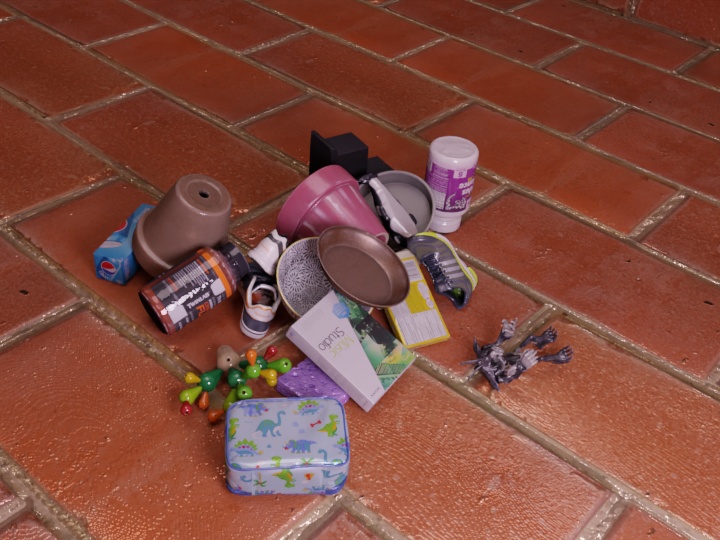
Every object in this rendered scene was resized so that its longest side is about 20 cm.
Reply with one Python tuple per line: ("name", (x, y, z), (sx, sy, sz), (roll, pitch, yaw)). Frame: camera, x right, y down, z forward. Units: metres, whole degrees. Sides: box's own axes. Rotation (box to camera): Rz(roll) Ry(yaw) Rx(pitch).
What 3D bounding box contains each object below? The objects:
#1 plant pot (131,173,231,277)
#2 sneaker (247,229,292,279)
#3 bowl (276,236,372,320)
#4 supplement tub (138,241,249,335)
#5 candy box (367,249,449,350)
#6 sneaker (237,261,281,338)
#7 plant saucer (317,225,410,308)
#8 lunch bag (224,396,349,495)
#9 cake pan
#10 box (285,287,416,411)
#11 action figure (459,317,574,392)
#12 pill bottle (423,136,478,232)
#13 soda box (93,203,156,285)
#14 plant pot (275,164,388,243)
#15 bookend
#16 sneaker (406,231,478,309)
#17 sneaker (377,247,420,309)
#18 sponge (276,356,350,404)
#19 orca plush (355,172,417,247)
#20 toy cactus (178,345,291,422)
("plant pot", (-0.335, -0.091, 1.679), (0.199, 0.175, 0.201), (19, 42, -18))
("sneaker", (-0.155, -0.025, 1.663), (0.074, 0.200, 0.080), (40, 88, 11))
("bowl", (-0.079, 0.045, 1.623), (0.200, 0.094, 0.202), (12, 55, -18))
("supplement tub", (-0.309, 0.027, 1.591), (0.200, 0.107, 0.107), (-35, 51, -19))
("candy box", (0.090, 0.056, 1.645), (0.102, 0.026, 0.201), (-13, 65, -21))
("sneaker", (-0.193, 0.037, 1.642), (0.078, 0.080, 0.200), (15, 36, -21))
("plant saucer", (0.000, 0.000, 1.586), (0.200, 0.037, 0.201), (23, 38, -19))
("lunch bag", (-0.117, 0.276, 1.349), (0.199, 0.083, 0.161), (-1, 39, -9))
("cake pan", (0.069, -0.126, 1.862), (0.199, 0.037, 0.201), (-6, 64, 12))
("box", (-0.015, 0.135, 1.505), (0.200, 0.036, 0.144), (43, 49, 6))
("action figure", (0.285, 0.148, 1.553), (0.199, 0.102, 0.119), (-10, 52, -22))
("pill bottle", (0.197, -0.189, 1.895), (0.112, 0.201, 0.113), (3, 38, -3))
("soda box", (-0.471, -0.058, 1.754), (0.068, 0.064, 0.200), (14, 38, 11))
("plant pot", (-0.046, -0.088, 1.758), (0.179, 0.200, 0.200), (43, 49, 18))
("bookend", (-0.012, -0.230, 1.924), (0.198, 0.201, 0.092), (-19, 44, -28))
("sneaker", (0.164, -0.001, 1.686), (0.200, 0.074, 0.081), (40, 42, -27))
("sneaker", (0.058, 0.000, 1.741), (0.080, 0.077, 0.200), (21, 39, 28))
("sponge", (-0.045, 0.184, 1.522), (0.111, 0.030, 0.200), (31, 43, 28))
("orca plush", (0.048, -0.116, 1.802), (0.200, 0.071, 0.105), (50, 29, 15))
("toy cactus", (-0.227, 0.174, 1.464), (0.199, 0.103, 0.165), (-28, 28, -9))
